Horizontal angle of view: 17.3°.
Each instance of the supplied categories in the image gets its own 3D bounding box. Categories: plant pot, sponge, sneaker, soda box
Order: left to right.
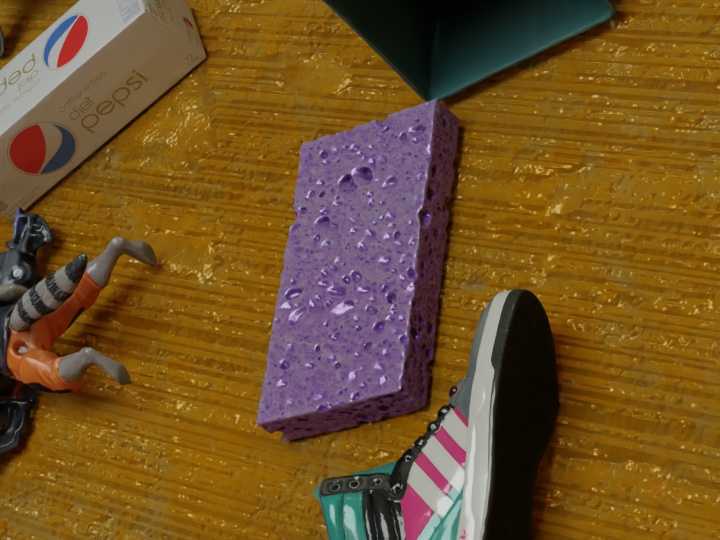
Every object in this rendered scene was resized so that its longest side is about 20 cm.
[{"bbox_3d":[-0.208,-0.126,1.692,0.200,0.068,0.064,-38,44,19],"label":"soda box"},{"bbox_3d":[0.000,0.000,1.441,0.112,0.030,0.200,-15,55,37],"label":"sponge"},{"bbox_3d":[0.037,0.107,1.300,0.121,0.084,0.200,-4,63,31],"label":"sneaker"},{"bbox_3d":[0.063,-0.241,1.462,0.141,0.141,0.200,-23,42,31],"label":"plant pot"}]

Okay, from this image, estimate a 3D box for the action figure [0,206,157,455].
[{"bbox_3d":[-0.235,0.022,1.598,0.193,0.105,0.200,-16,56,24],"label":"action figure"}]

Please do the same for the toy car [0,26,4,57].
[{"bbox_3d":[-0.257,-0.267,1.816,0.164,0.158,0.200,-112,37,-48],"label":"toy car"}]
